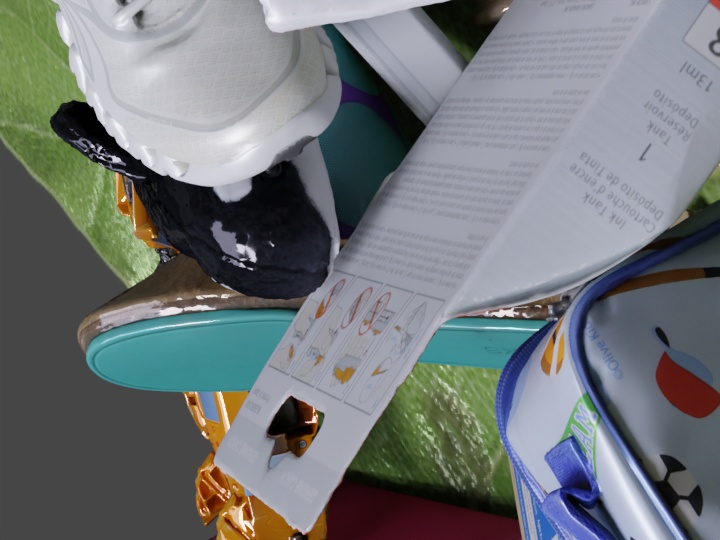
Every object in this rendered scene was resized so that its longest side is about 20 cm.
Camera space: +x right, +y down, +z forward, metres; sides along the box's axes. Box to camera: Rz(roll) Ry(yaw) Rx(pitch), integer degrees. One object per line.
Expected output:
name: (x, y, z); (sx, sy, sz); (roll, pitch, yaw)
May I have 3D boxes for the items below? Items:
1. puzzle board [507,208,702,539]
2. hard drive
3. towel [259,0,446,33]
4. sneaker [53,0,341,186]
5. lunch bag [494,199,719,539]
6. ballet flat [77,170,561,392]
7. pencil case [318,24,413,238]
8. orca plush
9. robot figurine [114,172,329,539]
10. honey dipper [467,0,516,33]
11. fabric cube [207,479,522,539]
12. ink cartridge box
puzzle board: (0.100, 0.103, 0.933); (0.151, 0.017, 0.201); (123, 147, -49)
hard drive: (-0.022, -0.115, 0.925); (0.200, 0.027, 0.132); (46, -175, -42)
towel: (0.034, -0.157, 0.711); (0.030, 0.146, 0.201); (63, -163, -60)
sneaker: (-0.076, -0.102, 0.874); (0.200, 0.075, 0.081); (51, 176, 38)
lunch bag: (0.134, 0.069, 0.803); (0.201, 0.160, 0.076); (57, 153, 8)
ballet flat: (0.000, 0.000, 0.975); (0.068, 0.199, 0.073); (54, -144, -57)
pencil case: (-0.029, -0.055, 1.062); (0.201, 0.085, 0.092); (59, -165, 8)
orca plush: (-0.067, -0.064, 0.928); (0.105, 0.071, 0.201); (115, 148, -49)
robot figurine: (-0.059, 0.017, 1.169); (0.145, 0.058, 0.201); (-139, 35, -76)
honey dipper: (0.026, -0.150, 0.930); (0.201, 0.038, 0.038); (65, 154, -2)
fabric cube: (-0.011, 0.219, 1.169); (0.199, 0.196, 0.201); (7, 122, 61)
ink cartridge box: (0.041, -0.006, 0.826); (0.050, 0.201, 0.162); (33, 176, -12)
